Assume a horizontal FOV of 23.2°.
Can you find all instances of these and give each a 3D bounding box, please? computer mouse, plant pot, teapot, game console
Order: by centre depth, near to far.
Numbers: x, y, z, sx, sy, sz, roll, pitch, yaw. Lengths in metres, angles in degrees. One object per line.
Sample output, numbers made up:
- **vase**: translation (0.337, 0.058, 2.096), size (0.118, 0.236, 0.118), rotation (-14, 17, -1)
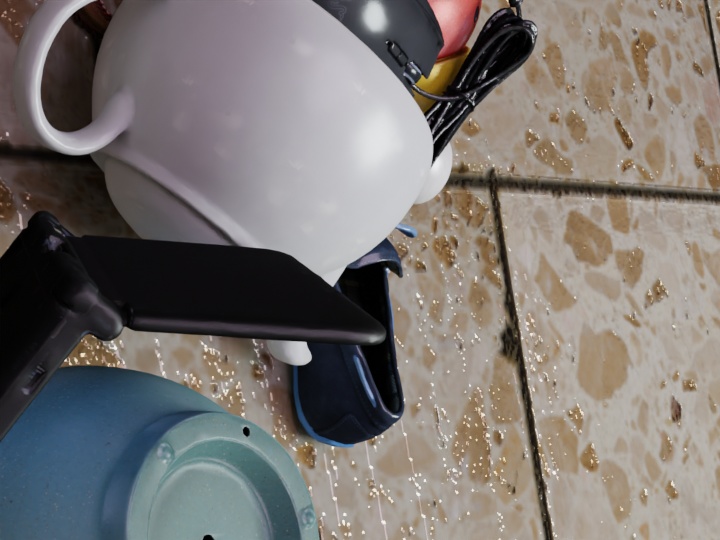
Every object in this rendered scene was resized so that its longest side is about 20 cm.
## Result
- **game console**: translation (-0.105, 0.044, 0.746), size (0.116, 0.200, 0.176), rotation (39, 88, -17)
- **plant pot**: translation (-0.105, 0.134, 0.822), size (0.200, 0.134, 0.202), rotation (18, 65, -43)
- **teapot**: translation (-0.071, -0.060, 0.903), size (0.200, 0.197, 0.146), rotation (38, 79, 0)
- **computer mouse**: translation (0.033, -0.143, 0.978), size (0.141, 0.046, 0.200), rotation (-48, 137, -5)

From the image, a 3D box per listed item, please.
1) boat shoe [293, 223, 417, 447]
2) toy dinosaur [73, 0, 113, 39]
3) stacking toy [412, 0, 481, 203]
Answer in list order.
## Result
- **boat shoe**: translation (0.000, 0.000, 1.025), size (0.084, 0.068, 0.202), rotation (0, 78, -48)
- **toy dinosaur**: translation (-0.188, -0.241, 0.918), size (0.200, 0.104, 0.183), rotation (76, 6, -63)
- **stacking toy**: translation (0.024, -0.140, 1.079), size (0.146, 0.145, 0.201), rotation (-31, 120, -48)
